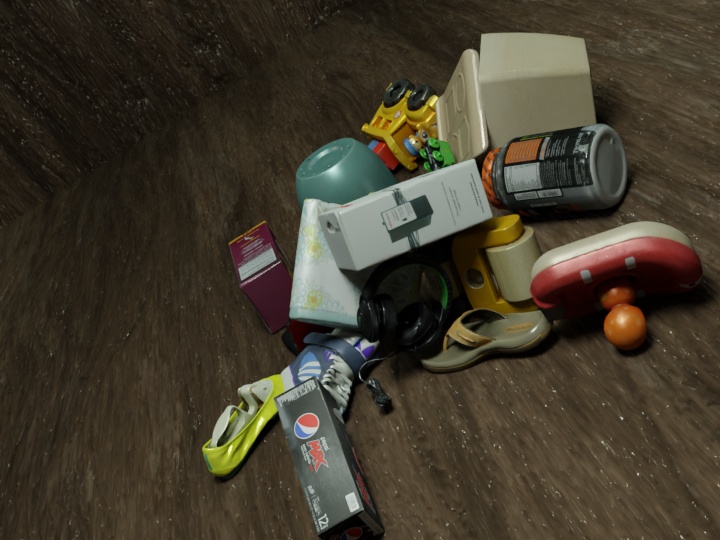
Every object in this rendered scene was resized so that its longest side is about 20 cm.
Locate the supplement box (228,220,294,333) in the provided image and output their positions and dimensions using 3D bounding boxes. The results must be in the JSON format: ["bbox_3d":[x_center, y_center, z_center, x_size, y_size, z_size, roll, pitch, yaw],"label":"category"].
[{"bbox_3d":[-0.165,0.008,1.569,0.085,0.111,0.200,-31,27,0],"label":"supplement box"}]

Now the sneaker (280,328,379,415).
[{"bbox_3d":[-0.031,0.145,1.231,0.146,0.081,0.200,-38,22,-2],"label":"sneaker"}]

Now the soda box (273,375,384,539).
[{"bbox_3d":[-0.040,0.229,1.051,0.063,0.071,0.201,-29,47,5],"label":"soda box"}]

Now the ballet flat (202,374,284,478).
[{"bbox_3d":[-0.164,0.209,1.283,0.066,0.067,0.201,-6,37,42],"label":"ballet flat"}]

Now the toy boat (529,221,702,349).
[{"bbox_3d":[0.308,0.031,1.046,0.197,0.130,0.133,-19,62,18],"label":"toy boat"}]

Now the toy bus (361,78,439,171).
[{"bbox_3d":[0.089,-0.265,1.748,0.193,0.136,0.200,-50,32,-5],"label":"toy bus"}]

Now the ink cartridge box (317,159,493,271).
[{"bbox_3d":[0.056,-0.072,1.174,0.197,0.084,0.146,-21,6,-11],"label":"ink cartridge box"}]

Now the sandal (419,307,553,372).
[{"bbox_3d":[0.159,0.080,1.161,0.198,0.054,0.081,-19,28,39],"label":"sandal"}]

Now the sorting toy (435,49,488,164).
[{"bbox_3d":[0.179,-0.254,1.522,0.036,0.188,0.200,-2,-14,-12],"label":"sorting toy"}]

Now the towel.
[{"bbox_3d":[0.000,0.000,1.265,0.048,0.197,0.174,161,117,-66],"label":"towel"}]

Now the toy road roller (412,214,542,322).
[{"bbox_3d":[0.182,-0.021,1.243,0.198,0.124,0.146,-8,24,40],"label":"toy road roller"}]

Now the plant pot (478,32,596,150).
[{"bbox_3d":[0.306,-0.291,1.492,0.174,0.202,0.201,-8,33,14],"label":"plant pot"}]

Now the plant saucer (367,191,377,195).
[{"bbox_3d":[-0.027,-0.039,1.424,0.200,0.048,0.200,-49,1,-27],"label":"plant saucer"}]

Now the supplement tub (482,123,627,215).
[{"bbox_3d":[0.290,-0.148,1.329,0.198,0.123,0.123,-2,39,45],"label":"supplement tub"}]

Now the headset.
[{"bbox_3d":[0.052,0.078,1.173,0.202,0.122,0.094,-67,24,17],"label":"headset"}]

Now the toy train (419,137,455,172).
[{"bbox_3d":[0.148,-0.141,1.474,0.042,0.056,0.202,-49,43,42],"label":"toy train"}]

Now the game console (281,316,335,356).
[{"bbox_3d":[-0.045,0.037,1.385,0.199,0.120,0.172,-38,28,-13],"label":"game console"}]

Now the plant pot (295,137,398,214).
[{"bbox_3d":[-0.027,-0.143,1.618,0.198,0.162,0.202,-25,27,14],"label":"plant pot"}]
